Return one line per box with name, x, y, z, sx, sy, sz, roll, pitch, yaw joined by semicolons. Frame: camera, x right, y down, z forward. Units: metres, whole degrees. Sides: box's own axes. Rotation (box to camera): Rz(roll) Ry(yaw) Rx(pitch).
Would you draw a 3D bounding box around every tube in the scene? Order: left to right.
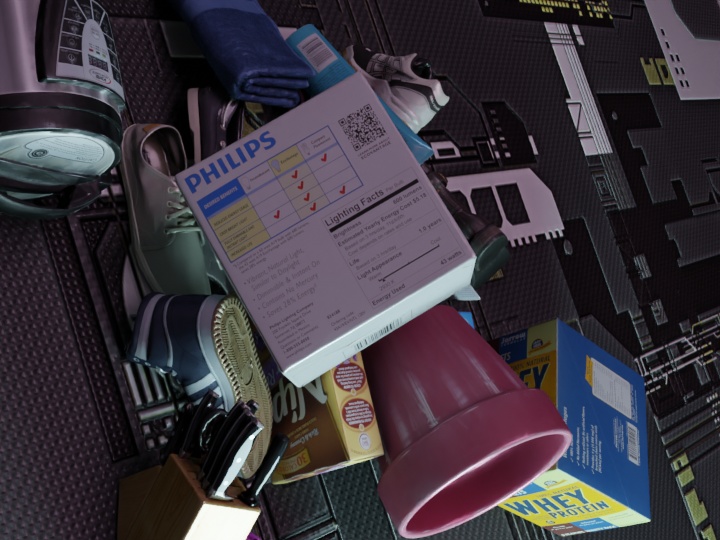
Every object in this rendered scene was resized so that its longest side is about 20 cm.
tube;-0.010;-0.181;1.208;0.200;0.077;0.050;51;12;8

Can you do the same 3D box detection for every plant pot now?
plant pot;0.086;0.144;1.120;0.199;0.200;0.180;1;51;-48

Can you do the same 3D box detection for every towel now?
towel;-0.137;-0.262;1.172;0.111;0.049;0.201;-3;53;-48

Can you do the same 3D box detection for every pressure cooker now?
pressure cooker;-0.285;-0.139;0.903;0.174;0.179;0.202;-8;76;-18

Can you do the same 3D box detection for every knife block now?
knife block;-0.128;0.207;0.908;0.064;0.175;0.202;20;58;-40

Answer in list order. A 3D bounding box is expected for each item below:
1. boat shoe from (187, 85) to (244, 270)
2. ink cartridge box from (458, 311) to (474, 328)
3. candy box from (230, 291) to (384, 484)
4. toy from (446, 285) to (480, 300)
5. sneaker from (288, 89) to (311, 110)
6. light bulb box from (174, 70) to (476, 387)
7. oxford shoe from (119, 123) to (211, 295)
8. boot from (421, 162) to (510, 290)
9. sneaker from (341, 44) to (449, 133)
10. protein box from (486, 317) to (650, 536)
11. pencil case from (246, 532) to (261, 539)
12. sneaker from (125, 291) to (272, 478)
boat shoe;-0.136;-0.100;1.117;0.073;0.062;0.202;90;-10;-69
ink cartridge box;0.092;0.152;1.270;0.116;0.067;0.202;2;72;-48
candy box;-0.055;0.100;1.090;0.056;0.116;0.202;-3;74;-48
toy;0.065;-0.052;1.295;0.047;0.115;0.200;-47;108;-21
sneaker;-0.041;-0.175;1.290;0.095;0.079;0.200;-47;109;-25
light bulb box;-0.029;-0.034;0.995;0.201;0.197;0.125;59;-4;12
oxford shoe;-0.184;-0.053;1.065;0.075;0.057;0.202;-8;80;-52
boot;0.106;-0.066;1.371;0.069;0.200;0.174;-40;73;-12
sneaker;0.045;-0.229;1.329;0.076;0.087;0.200;50;5;-42
protein box;0.249;0.200;1.371;0.199;0.134;0.200;31;51;-36
pencil case;-0.060;0.311;1.003;0.200;0.092;0.085;37;11;-33
sneaker;-0.151;0.104;1.029;0.070;0.108;0.201;-54;143;-49
